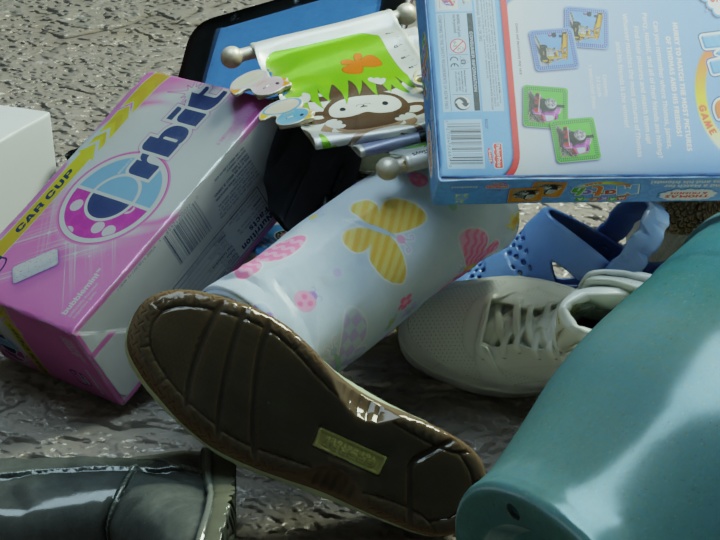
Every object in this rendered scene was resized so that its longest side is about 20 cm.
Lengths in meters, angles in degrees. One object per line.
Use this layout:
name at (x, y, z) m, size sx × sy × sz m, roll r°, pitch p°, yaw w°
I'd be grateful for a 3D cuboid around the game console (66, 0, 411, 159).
game console at (-0.080, -0.135, 1.567) m, size 0.199 × 0.120 × 0.172 m, roll -12°, pitch -6°, yaw 34°

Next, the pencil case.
pencil case at (0.000, 0.000, 1.292) m, size 0.200 × 0.091 × 0.083 m, roll -38°, pitch 79°, yaw -31°

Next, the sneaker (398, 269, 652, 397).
sneaker at (0.107, 0.027, 1.289) m, size 0.199 × 0.074 × 0.116 m, roll 7°, pitch -17°, yaw 18°

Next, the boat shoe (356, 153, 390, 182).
boat shoe at (0.029, -0.094, 1.456) m, size 0.072 × 0.071 × 0.200 m, roll 8°, pitch 30°, yaw 16°

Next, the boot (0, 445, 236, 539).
boot at (-0.160, 0.128, 1.137) m, size 0.198 × 0.073 × 0.182 m, roll 4°, pitch 10°, yaw -5°

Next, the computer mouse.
computer mouse at (-0.032, -0.009, 1.342) m, size 0.034 × 0.201 × 0.059 m, roll -7°, pitch -25°, yaw 38°

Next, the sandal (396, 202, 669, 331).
sandal at (0.110, 0.000, 1.398) m, size 0.198 × 0.088 × 0.080 m, roll -6°, pitch 26°, yaw -7°

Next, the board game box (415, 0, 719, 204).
board game box at (0.132, -0.111, 1.272) m, size 0.198 × 0.037 × 0.152 m, roll -1°, pitch 67°, yaw -6°

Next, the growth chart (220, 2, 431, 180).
growth chart at (0.014, -0.103, 1.340) m, size 0.144 × 0.018 × 0.200 m, roll -20°, pitch 34°, yaw -23°

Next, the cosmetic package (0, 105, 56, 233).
cosmetic package at (-0.291, -0.038, 1.506) m, size 0.107 × 0.085 × 0.200 m, roll 8°, pitch 26°, yaw 25°

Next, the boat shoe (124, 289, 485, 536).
boat shoe at (-0.034, 0.076, 1.188) m, size 0.199 × 0.072 × 0.076 m, roll 33°, pitch -9°, yaw -10°

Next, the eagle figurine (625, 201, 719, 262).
eagle figurine at (0.218, -0.068, 1.398) m, size 0.151 × 0.152 × 0.200 m, roll -4°, pitch 1°, yaw 15°

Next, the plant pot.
plant pot at (0.150, 0.103, 1.047) m, size 0.187 × 0.201 × 0.200 m, roll -33°, pitch 36°, yaw -26°

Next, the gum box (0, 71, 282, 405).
gum box at (-0.129, -0.028, 1.380) m, size 0.113 × 0.066 × 0.200 m, roll 18°, pitch 59°, yaw 42°

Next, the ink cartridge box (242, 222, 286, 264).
ink cartridge box at (-0.004, -0.020, 1.468) m, size 0.199 × 0.068 × 0.115 m, roll -18°, pitch 30°, yaw -32°
